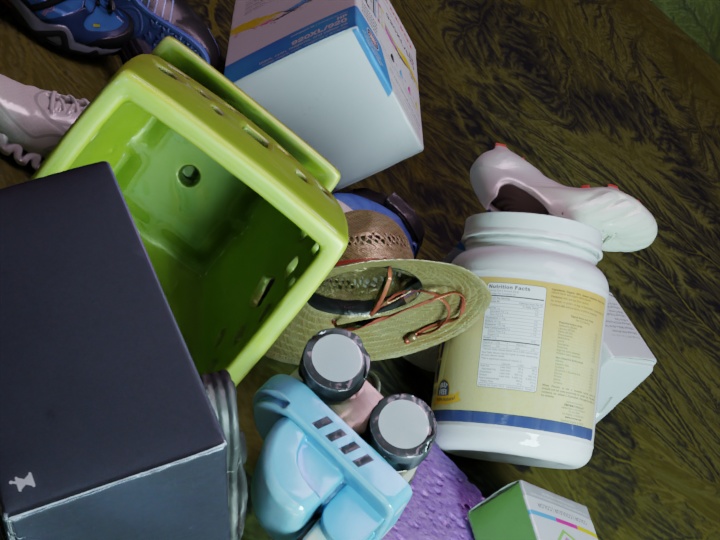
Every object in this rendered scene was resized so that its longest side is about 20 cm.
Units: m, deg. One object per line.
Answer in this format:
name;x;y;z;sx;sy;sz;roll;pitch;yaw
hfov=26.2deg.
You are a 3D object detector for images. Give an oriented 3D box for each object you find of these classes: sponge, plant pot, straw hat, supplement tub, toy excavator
sponge;0.045;0.205;1.207;0.112;0.030;0.200;47;25;2
plant pot;-0.134;-0.040;1.124;0.198;0.200;0.182;37;21;-12
straw hat;0.000;0.000;1.237;0.200;0.200;0.086;17;54;-44
supplement tub;0.138;0.061;1.327;0.144;0.143;0.203;17;76;-43
toy excavator;-0.027;0.173;1.038;0.194;0.100;0.200;43;64;11

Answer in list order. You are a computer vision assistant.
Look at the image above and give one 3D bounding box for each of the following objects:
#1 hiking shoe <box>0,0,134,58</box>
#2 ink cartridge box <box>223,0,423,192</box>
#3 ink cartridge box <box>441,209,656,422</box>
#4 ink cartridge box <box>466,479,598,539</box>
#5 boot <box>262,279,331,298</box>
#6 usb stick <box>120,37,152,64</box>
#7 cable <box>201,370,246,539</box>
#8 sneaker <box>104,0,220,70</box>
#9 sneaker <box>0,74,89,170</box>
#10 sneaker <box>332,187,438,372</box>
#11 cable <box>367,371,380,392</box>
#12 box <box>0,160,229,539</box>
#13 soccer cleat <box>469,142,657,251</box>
hiking shoe;-0.272;-0.254;1.350;0.199;0.087;0.075;24;32;-37
ink cartridge box;-0.034;-0.193;1.494;0.148;0.143;0.201;58;17;-30
ink cartridge box;0.162;0.053;1.464;0.083;0.145;0.201;8;43;-49
ink cartridge box;0.159;0.273;1.202;0.103;0.059;0.202;26;38;-45
boot;-0.110;-0.066;1.334;0.201;0.072;0.144;55;29;14
usb stick;-0.165;-0.137;1.344;0.201;0.032;0.056;56;-11;46
cable;-0.097;0.120;0.970;0.200;0.050;0.098;100;-14;-78
sneaker;-0.213;-0.249;1.462;0.200;0.070;0.078;46;17;-7
sneaker;-0.217;-0.109;1.227;0.199;0.081;0.076;30;31;-24
sneaker;0.041;0.000;1.443;0.200;0.077;0.111;44;35;14
cable;-0.005;0.119;1.203;0.096;0.051;0.200;1;27;15
box;-0.156;0.086;0.861;0.122;0.199;0.201;-18;56;-15
soccer cleat;0.187;-0.050;1.422;0.198;0.070;0.078;20;39;-19
